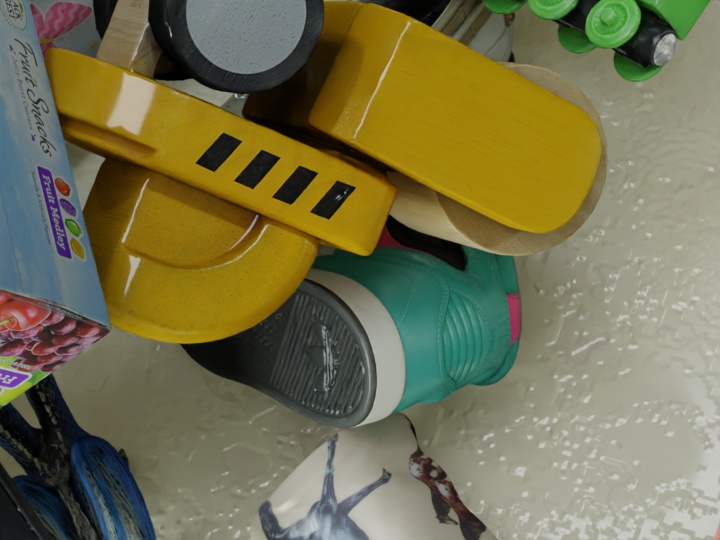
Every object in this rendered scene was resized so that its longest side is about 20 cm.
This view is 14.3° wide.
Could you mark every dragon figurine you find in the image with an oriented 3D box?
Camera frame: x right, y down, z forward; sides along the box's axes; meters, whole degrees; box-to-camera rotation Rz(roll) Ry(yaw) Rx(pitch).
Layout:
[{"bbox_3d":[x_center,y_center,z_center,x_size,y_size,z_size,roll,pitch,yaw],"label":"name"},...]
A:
[{"bbox_3d":[-0.109,0.103,1.139,0.059,0.099,0.200,-30,65,1],"label":"dragon figurine"}]

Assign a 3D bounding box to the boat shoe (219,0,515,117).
[{"bbox_3d":[-0.015,-0.073,1.154,0.075,0.068,0.200,20,39,36],"label":"boat shoe"}]

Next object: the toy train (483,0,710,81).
[{"bbox_3d":[0.055,-0.134,1.129,0.200,0.042,0.056,32,85,36],"label":"toy train"}]

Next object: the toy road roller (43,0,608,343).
[{"bbox_3d":[-0.026,-0.032,1.042,0.200,0.123,0.146,23,89,-19],"label":"toy road roller"}]

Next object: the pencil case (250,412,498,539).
[{"bbox_3d":[0.044,0.139,1.103,0.200,0.089,0.078,46,112,25],"label":"pencil case"}]

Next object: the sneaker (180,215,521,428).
[{"bbox_3d":[0.000,0.000,1.168,0.121,0.084,0.200,-11,25,-30],"label":"sneaker"}]

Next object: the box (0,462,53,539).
[{"bbox_3d":[-0.228,0.112,1.064,0.200,0.050,0.199,-27,69,-23],"label":"box"}]

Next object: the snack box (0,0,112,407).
[{"bbox_3d":[-0.193,-0.008,1.005,0.200,0.068,0.169,-32,57,27],"label":"snack box"}]

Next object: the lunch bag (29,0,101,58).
[{"bbox_3d":[-0.179,-0.145,1.199,0.200,0.127,0.170,-49,61,34],"label":"lunch bag"}]

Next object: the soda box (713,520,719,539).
[{"bbox_3d":[0.185,0.075,1.102,0.068,0.064,0.200,16,74,18],"label":"soda box"}]
